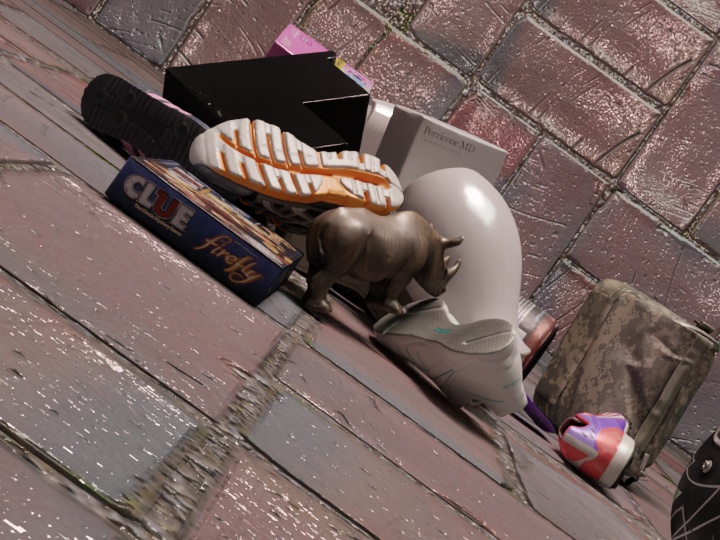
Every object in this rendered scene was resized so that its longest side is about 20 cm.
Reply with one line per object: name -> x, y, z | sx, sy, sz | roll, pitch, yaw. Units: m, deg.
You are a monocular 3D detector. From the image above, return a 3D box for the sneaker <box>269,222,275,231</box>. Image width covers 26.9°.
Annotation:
sneaker -> -0.104, -0.087, 1.601 | 0.115, 0.076, 0.200 | 35, 3, 39

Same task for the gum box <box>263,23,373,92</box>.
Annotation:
gum box -> -0.089, -0.152, 1.646 | 0.113, 0.200, 0.066 | 35, 30, -4

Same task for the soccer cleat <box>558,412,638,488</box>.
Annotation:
soccer cleat -> 0.237, 0.171, 1.550 | 0.073, 0.068, 0.200 | 31, 6, 2

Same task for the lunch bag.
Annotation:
lunch bag -> 0.313, 0.130, 1.736 | 0.139, 0.201, 0.168 | 31, 2, -20

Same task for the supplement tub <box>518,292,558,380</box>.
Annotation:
supplement tub -> 0.114, 0.044, 1.679 | 0.199, 0.107, 0.107 | 36, 4, 11

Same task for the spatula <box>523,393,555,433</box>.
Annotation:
spatula -> 0.125, 0.111, 1.574 | 0.199, 0.021, 0.056 | 33, -8, -11

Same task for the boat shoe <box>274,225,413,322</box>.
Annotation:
boat shoe -> 0.000, 0.000, 1.503 | 0.199, 0.067, 0.057 | 31, 10, -23

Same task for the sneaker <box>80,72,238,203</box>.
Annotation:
sneaker -> -0.167, -0.115, 1.382 | 0.200, 0.070, 0.082 | 40, 8, 28

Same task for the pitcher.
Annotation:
pitcher -> 0.101, 0.018, 1.454 | 0.172, 0.120, 0.201 | 84, -7, -68

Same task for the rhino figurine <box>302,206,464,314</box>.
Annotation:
rhino figurine -> 0.025, -0.009, 1.296 | 0.060, 0.088, 0.199 | 17, 10, 43

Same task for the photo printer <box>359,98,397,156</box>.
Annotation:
photo printer -> 0.024, -0.085, 1.742 | 0.166, 0.201, 0.069 | 35, 4, -20

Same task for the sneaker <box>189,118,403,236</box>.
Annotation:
sneaker -> -0.060, -0.068, 1.294 | 0.199, 0.077, 0.079 | 16, 47, -29

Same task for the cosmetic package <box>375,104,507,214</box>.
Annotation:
cosmetic package -> 0.058, -0.059, 1.573 | 0.112, 0.201, 0.081 | 17, 10, -24

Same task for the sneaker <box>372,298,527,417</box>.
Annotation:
sneaker -> 0.075, 0.078, 1.312 | 0.200, 0.070, 0.081 | 21, -45, 60

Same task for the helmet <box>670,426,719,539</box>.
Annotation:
helmet -> 0.332, 0.196, 1.154 | 0.200, 0.190, 0.201 | 36, -32, 27

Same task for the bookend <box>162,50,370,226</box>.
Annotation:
bookend -> -0.063, -0.123, 1.454 | 0.199, 0.093, 0.199 | -12, 39, -34

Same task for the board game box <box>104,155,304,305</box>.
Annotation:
board game box -> -0.113, -0.034, 1.150 | 0.135, 0.035, 0.200 | 36, 4, -1
